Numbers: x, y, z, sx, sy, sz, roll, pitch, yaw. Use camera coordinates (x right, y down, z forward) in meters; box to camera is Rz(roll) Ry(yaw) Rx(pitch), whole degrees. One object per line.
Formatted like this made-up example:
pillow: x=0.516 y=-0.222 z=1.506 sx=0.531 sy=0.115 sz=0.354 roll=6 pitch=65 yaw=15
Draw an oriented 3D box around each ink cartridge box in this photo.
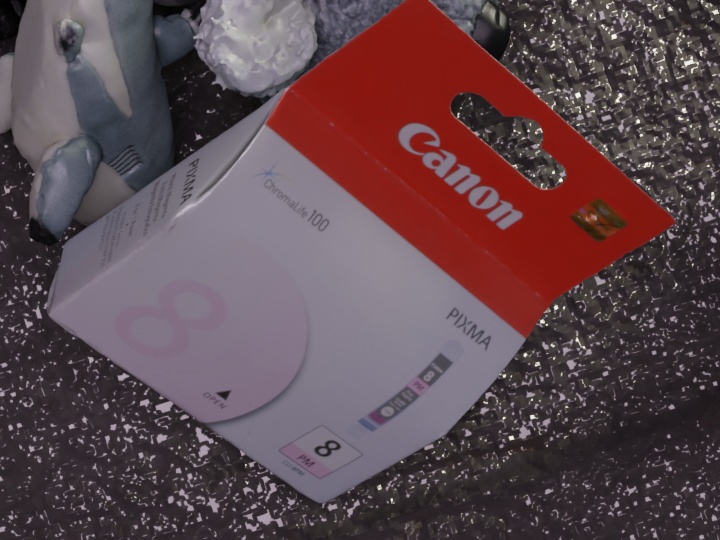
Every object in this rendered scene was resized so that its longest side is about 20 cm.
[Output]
ink cartridge box: x=0.000 y=0.000 z=0.989 sx=0.200 sy=0.057 sz=0.162 roll=-30 pitch=126 yaw=33

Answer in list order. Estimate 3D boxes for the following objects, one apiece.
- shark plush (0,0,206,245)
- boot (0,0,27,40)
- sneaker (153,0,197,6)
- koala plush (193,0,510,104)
shark plush: x=-0.099 y=-0.104 z=1.021 sx=0.083 sy=0.091 sz=0.200 roll=-2 pitch=117 yaw=-27
boot: x=-0.219 y=-0.157 z=1.050 sx=0.211 sy=0.079 sz=0.158 roll=-23 pitch=90 yaw=-2
sneaker: x=-0.078 y=-0.212 z=1.069 sx=0.082 sy=0.075 sz=0.200 roll=7 pitch=82 yaw=12
koala plush: x=0.013 y=-0.140 z=1.019 sx=0.184 sy=0.177 sz=0.200 roll=28 pitch=89 yaw=19
